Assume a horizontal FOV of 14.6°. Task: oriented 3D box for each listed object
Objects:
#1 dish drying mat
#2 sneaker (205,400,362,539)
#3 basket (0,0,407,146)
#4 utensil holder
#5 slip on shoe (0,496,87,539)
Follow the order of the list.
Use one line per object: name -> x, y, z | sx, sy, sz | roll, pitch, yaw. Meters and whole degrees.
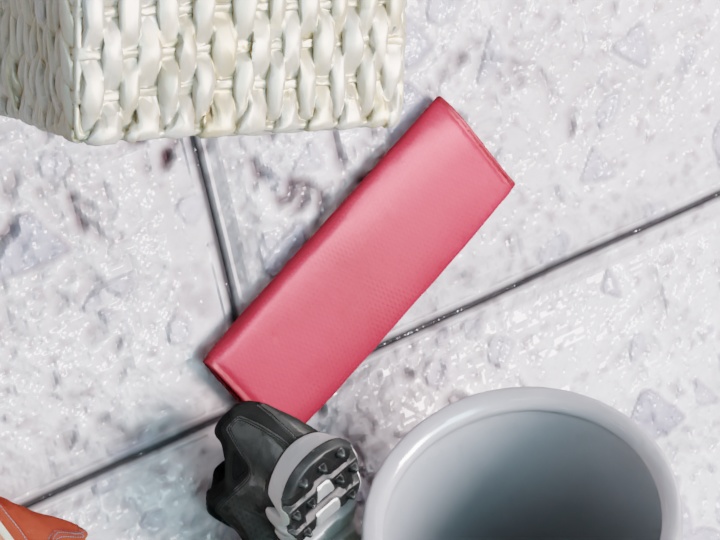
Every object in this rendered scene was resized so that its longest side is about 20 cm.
dish drying mat -> 0.000, 0.000, 1.556 | 0.200, 0.018, 0.077 | -48, 123, -11
sneaker -> -0.041, 0.141, 1.540 | 0.066, 0.090, 0.201 | -37, 145, -26
basket -> -0.088, -0.171, 1.372 | 0.197, 0.161, 0.201 | -5, 104, -29
utensil holder -> 0.099, 0.188, 1.544 | 0.170, 0.170, 0.201 | -39, 145, -17
slip on shoe -> -0.174, 0.151, 1.465 | 0.200, 0.074, 0.061 | 50, 54, -31
